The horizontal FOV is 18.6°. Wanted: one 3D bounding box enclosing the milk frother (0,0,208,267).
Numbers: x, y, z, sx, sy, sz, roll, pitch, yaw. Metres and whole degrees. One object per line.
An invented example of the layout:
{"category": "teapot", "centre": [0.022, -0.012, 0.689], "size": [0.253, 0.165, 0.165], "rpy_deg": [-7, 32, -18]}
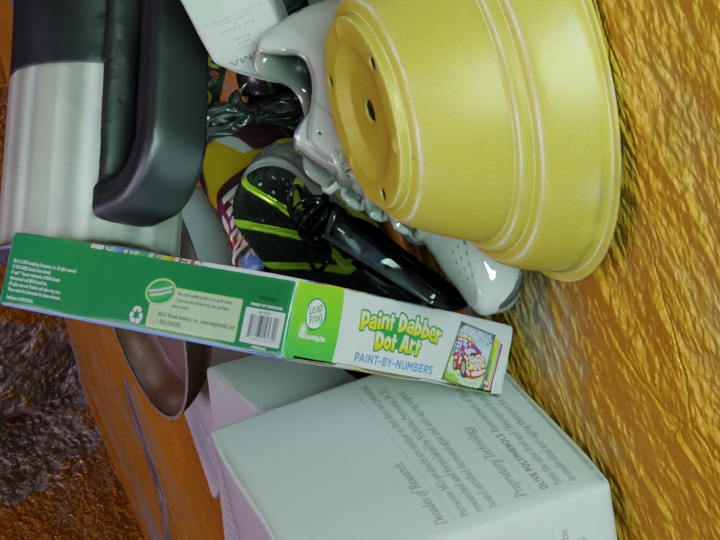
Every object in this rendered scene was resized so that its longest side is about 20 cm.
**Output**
{"category": "milk frother", "centre": [-0.188, -0.103, 1.262], "size": [0.180, 0.199, 0.189], "rpy_deg": [143, 130, -73]}

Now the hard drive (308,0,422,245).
{"category": "hard drive", "centre": [0.002, -0.129, 1.267], "size": [0.132, 0.026, 0.201], "rpy_deg": [-131, 26, -61]}

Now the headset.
{"category": "headset", "centre": [-0.064, -0.140, 1.378], "size": [0.200, 0.094, 0.124], "rpy_deg": [-108, 6, -58]}

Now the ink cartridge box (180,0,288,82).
{"category": "ink cartridge box", "centre": [-0.077, -0.175, 1.227], "size": [0.200, 0.050, 0.161], "rpy_deg": [69, -178, -63]}

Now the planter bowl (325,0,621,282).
{"category": "planter bowl", "centre": [0.037, -0.082, 1.007], "size": [0.200, 0.083, 0.201], "rpy_deg": [165, 90, -73]}

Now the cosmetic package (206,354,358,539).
{"category": "cosmetic package", "centre": [-0.034, 0.157, 1.349], "size": [0.101, 0.071, 0.201], "rpy_deg": [32, 132, 54]}

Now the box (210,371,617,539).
{"category": "box", "centre": [0.038, 0.183, 1.208], "size": [0.200, 0.171, 0.200], "rpy_deg": [-133, 28, -62]}

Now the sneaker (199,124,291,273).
{"category": "sneaker", "centre": [-0.055, -0.027, 1.423], "size": [0.200, 0.075, 0.090], "rpy_deg": [50, -157, 18]}

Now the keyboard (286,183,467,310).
{"category": "keyboard", "centre": [0.005, 0.000, 1.184], "size": [0.104, 0.040, 0.200], "rpy_deg": [38, -178, 6]}

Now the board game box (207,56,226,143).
{"category": "board game box", "centre": [-0.108, -0.130, 1.466], "size": [0.105, 0.023, 0.201], "rpy_deg": [124, 161, -44]}

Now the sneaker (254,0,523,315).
{"category": "sneaker", "centre": [0.015, -0.056, 1.143], "size": [0.200, 0.087, 0.075], "rpy_deg": [57, 156, 18]}

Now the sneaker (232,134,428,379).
{"category": "sneaker", "centre": [0.000, 0.000, 1.342], "size": [0.200, 0.075, 0.077], "rpy_deg": [58, -152, -26]}

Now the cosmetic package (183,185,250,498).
{"category": "cosmetic package", "centre": [-0.079, 0.048, 1.645], "size": [0.200, 0.122, 0.200], "rpy_deg": [127, 125, -73]}

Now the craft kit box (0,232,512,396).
{"category": "craft kit box", "centre": [-0.053, 0.024, 1.179], "size": [0.199, 0.197, 0.049], "rpy_deg": [9, 85, 36]}

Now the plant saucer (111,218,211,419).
{"category": "plant saucer", "centre": [-0.147, 0.005, 1.547], "size": [0.200, 0.032, 0.201], "rpy_deg": [-130, 31, -47]}

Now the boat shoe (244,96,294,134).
{"category": "boat shoe", "centre": [-0.049, -0.059, 1.507], "size": [0.072, 0.059, 0.201], "rpy_deg": [143, 108, -76]}
